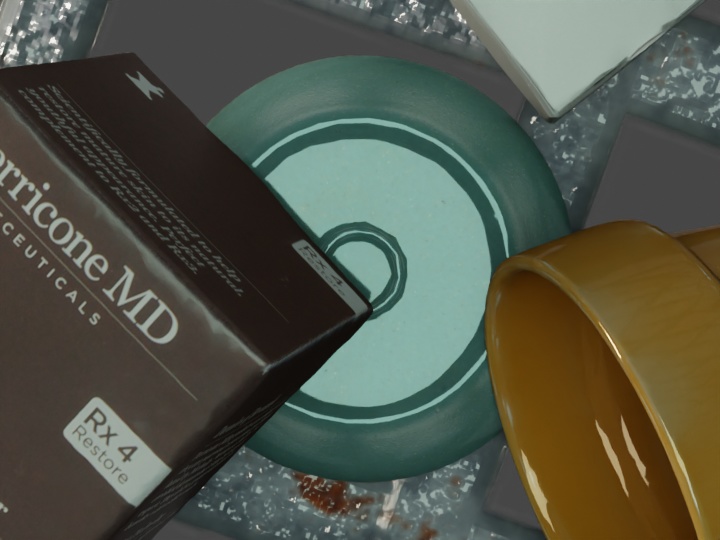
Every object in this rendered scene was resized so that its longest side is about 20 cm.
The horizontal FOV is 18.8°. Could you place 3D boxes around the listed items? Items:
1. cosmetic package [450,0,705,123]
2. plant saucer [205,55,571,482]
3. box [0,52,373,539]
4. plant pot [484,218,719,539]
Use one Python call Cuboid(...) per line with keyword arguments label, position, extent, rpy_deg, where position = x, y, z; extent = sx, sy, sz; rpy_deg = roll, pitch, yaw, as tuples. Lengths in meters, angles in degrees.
Cuboid(label="cosmetic package", position=(0.065, -0.173, 0.969), extent=(0.107, 0.090, 0.200), rpy_deg=(-36, 92, 3))
Cuboid(label="plant saucer", position=(0.000, 0.000, 1.001), extent=(0.199, 0.036, 0.201), rpy_deg=(0, 91, 3))
Cuboid(label="box", position=(-0.133, 0.037, 0.922), extent=(0.166, 0.164, 0.200), rpy_deg=(45, 106, 5))
Cuboid(label="plant pot", position=(0.178, 0.056, 0.925), extent=(0.183, 0.200, 0.201), rpy_deg=(-22, 91, -14))
